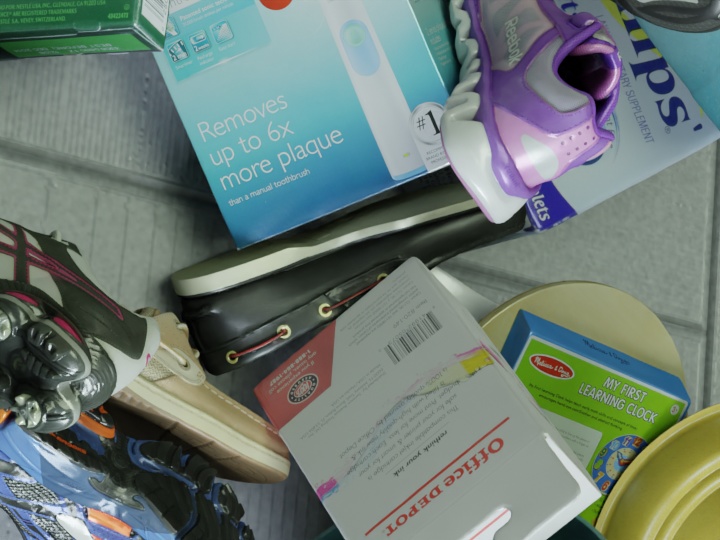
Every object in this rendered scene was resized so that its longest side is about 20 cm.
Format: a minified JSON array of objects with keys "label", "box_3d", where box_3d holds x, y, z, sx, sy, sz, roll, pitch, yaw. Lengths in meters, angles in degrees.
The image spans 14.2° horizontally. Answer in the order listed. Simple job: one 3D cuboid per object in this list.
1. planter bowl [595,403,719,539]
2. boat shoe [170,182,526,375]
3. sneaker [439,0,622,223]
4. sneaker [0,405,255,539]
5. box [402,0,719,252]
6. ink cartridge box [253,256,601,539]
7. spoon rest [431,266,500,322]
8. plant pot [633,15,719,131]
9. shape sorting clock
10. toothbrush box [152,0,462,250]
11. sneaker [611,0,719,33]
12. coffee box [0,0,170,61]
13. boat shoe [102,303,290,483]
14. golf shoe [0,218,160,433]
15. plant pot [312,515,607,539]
[{"label":"planter bowl","box_3d":[0.235,0.177,1.638,0.200,0.083,0.201,-5,107,-15]},{"label":"boat shoe","box_3d":[0.000,0.000,1.578,0.201,0.074,0.063,-20,99,-8]},{"label":"sneaker","box_3d":[0.097,-0.111,1.522,0.081,0.088,0.200,52,26,-33]},{"label":"sneaker","box_3d":[-0.131,0.123,1.493,0.200,0.078,0.075,40,32,-19]},{"label":"box","box_3d":[0.105,-0.131,1.687,0.200,0.105,0.184,-28,97,-36]},{"label":"ink cartridge box","box_3d":[0.040,0.100,1.486,0.116,0.200,0.067,-39,133,5]},{"label":"spoon rest","box_3d":[0.068,0.052,1.651,0.200,0.061,0.099,39,62,-21]},{"label":"plant pot","box_3d":[0.217,-0.205,1.609,0.188,0.200,0.200,48,57,2]},{"label":"shape sorting clock","box_3d":[0.105,0.101,1.630,0.200,0.039,0.200,-14,116,-30]},{"label":"toothbrush box","box_3d":[-0.031,-0.133,1.558,0.200,0.146,0.085,68,18,-4]},{"label":"sneaker","box_3d":[0.112,-0.179,1.514,0.200,0.077,0.084,30,33,8]},{"label":"coffee box","box_3d":[-0.151,-0.211,1.518,0.044,0.123,0.200,38,53,-63]},{"label":"boat shoe","box_3d":[-0.114,0.049,1.519,0.200,0.071,0.065,32,65,-24]},{"label":"golf shoe","box_3d":[-0.192,0.004,1.443,0.200,0.077,0.088,39,36,20]},{"label":"plant pot","box_3d":[0.054,0.241,1.523,0.201,0.200,0.161,-45,138,-32]}]
